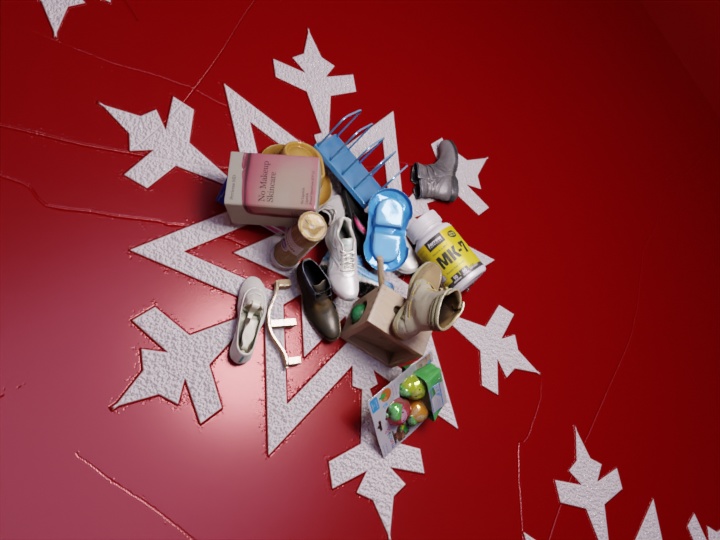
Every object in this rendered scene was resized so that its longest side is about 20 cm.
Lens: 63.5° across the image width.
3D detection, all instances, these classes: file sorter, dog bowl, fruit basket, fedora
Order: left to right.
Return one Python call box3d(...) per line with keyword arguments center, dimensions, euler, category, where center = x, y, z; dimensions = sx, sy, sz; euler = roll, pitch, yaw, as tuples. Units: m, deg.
box3d(center=(-0.144, -0.247, 1.406), dimensions=(0.198, 0.082, 0.203), euler=(17, 50, -22), category="fedora")
box3d(center=(0.006, -0.288, 1.473), dimensions=(0.200, 0.122, 0.139), euler=(49, 31, -4), category="file sorter")
box3d(center=(0.065, -0.096, 1.416), dimensions=(0.110, 0.050, 0.203), euler=(7, 85, -5), category="dog bowl")
box3d(center=(0.111, 0.307, 1.324), dimensions=(0.199, 0.093, 0.187), euler=(-37, 128, -32), category="fruit basket")

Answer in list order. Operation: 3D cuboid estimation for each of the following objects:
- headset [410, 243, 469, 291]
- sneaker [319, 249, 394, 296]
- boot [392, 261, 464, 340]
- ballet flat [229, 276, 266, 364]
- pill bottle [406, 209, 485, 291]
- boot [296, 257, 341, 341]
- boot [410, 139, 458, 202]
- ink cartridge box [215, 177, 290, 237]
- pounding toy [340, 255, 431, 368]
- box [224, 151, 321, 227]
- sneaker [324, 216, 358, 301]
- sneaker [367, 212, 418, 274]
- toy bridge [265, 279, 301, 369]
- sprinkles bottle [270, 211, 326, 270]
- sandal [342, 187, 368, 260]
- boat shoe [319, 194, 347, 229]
box3d(center=(0.211, -0.006, 1.549), dimensions=(0.198, 0.094, 0.125), euler=(23, 66, -1), category="headset")
box3d(center=(0.000, 0.000, 1.419), dimensions=(0.198, 0.078, 0.091), euler=(27, 58, -17), category="sneaker")
box3d(center=(0.161, 0.054, 1.238), dimensions=(0.072, 0.154, 0.201), euler=(40, 59, -19), category="boot")
box3d(center=(-0.237, 0.102, 1.263), dimensions=(0.069, 0.069, 0.203), euler=(18, 64, -21), category="ballet flat")
box3d(center=(0.209, -0.044, 1.451), dimensions=(0.114, 0.115, 0.201), euler=(-31, 76, -32), category="pill bottle")
box3d(center=(-0.097, 0.064, 1.322), dimensions=(0.074, 0.097, 0.202), euler=(-23, 82, -10), category="boot")
box3d(center=(0.207, -0.292, 1.642), dimensions=(0.130, 0.070, 0.203), euler=(7, 65, -20), category="boot")
box3d(center=(-0.233, -0.159, 1.380), dimensions=(0.198, 0.037, 0.096), euler=(27, 62, -14), category="ink cartridge box")
box3d(center=(0.058, 0.101, 1.347), dimensions=(0.199, 0.184, 0.143), euler=(33, 60, -13), category="pounding toy")
box3d(center=(-0.189, -0.176, 1.285), dimensions=(0.197, 0.109, 0.130), euler=(3, 72, -1), category="box")
box3d(center=(-0.040, -0.030, 1.333), dimensions=(0.069, 0.080, 0.203), euler=(-2, 67, -23), category="sneaker")
box3d(center=(0.084, -0.082, 1.478), dimensions=(0.075, 0.081, 0.201), euler=(-31, 83, -19), category="sneaker")
box3d(center=(-0.178, 0.120, 1.309), dimensions=(0.066, 0.027, 0.203), euler=(-1, 73, -25), category="toy bridge")
box3d(center=(-0.141, -0.062, 1.293), dimensions=(0.067, 0.200, 0.069), euler=(10, 67, -24), category="sprinkles bottle")
box3d(center=(0.006, -0.118, 1.461), dimensions=(0.075, 0.045, 0.203), euler=(-18, 91, -55), category="sandal")
box3d(center=(-0.085, -0.126, 1.422), dimensions=(0.071, 0.070, 0.200), euler=(48, 55, -5), category="boat shoe")
